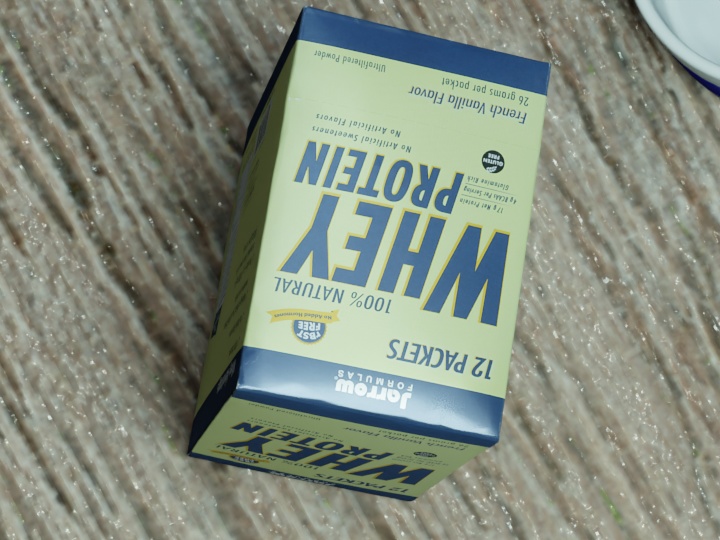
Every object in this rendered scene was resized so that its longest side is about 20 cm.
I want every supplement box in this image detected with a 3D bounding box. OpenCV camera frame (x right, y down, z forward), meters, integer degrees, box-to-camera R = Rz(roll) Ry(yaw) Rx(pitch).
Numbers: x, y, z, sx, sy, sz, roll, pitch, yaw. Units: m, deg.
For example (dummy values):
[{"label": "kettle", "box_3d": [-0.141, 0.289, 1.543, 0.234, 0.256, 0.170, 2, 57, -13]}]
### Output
[{"label": "supplement box", "box_3d": [0.000, 0.000, 1.108, 0.133, 0.200, 0.201, 12, 73, -8]}]

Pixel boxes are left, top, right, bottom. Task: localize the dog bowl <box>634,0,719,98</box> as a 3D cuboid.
[{"label": "dog bowl", "box_3d": [0.261, -0.194, 1.239, 0.199, 0.079, 0.201, -4, 78, 21]}]
